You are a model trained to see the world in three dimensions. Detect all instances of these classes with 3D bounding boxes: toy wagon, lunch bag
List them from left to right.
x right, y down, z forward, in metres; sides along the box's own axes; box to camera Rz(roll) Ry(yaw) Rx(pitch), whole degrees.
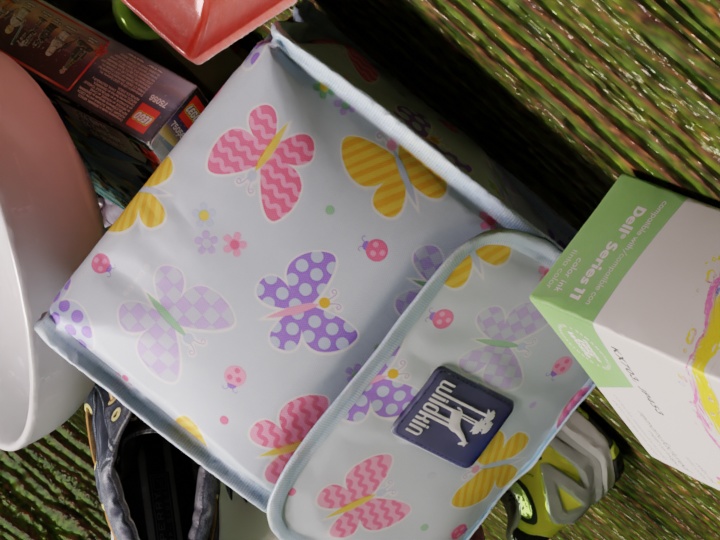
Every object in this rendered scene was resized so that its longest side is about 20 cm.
[{"bbox_3d":[-0.111,-0.118,1.248,0.200,0.040,0.155,44,167,-14],"label":"toy wagon"},{"bbox_3d":[-0.003,0.016,1.051,0.200,0.170,0.127,40,-168,-5],"label":"lunch bag"}]

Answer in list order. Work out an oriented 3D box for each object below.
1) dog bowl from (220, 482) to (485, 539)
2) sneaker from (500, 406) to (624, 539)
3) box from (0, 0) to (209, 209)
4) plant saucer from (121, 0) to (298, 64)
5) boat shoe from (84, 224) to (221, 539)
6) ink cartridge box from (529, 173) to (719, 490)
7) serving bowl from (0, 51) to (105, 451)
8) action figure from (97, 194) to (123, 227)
[{"bbox_3d":[-0.019,0.124,1.335,0.200,0.074,0.200,35,-163,-12],"label":"dog bowl"},{"bbox_3d":[0.046,0.065,1.341,0.200,0.077,0.075,41,169,-1],"label":"sneaker"},{"bbox_3d":[-0.128,-0.076,1.257,0.199,0.040,0.137,31,166,36],"label":"box"},{"bbox_3d":[-0.111,-0.175,1.050,0.199,0.037,0.200,42,167,-9],"label":"plant saucer"},{"bbox_3d":[-0.099,0.059,1.229,0.091,0.070,0.202,101,159,-69],"label":"boat shoe"},{"bbox_3d":[0.169,0.048,0.939,0.200,0.067,0.117,25,161,49],"label":"ink cartridge box"},{"bbox_3d":[-0.166,-0.020,1.208,0.200,0.065,0.201,45,144,46],"label":"serving bowl"},{"bbox_3d":[-0.080,-0.018,1.406,0.199,0.070,0.130,35,157,-10],"label":"action figure"}]
